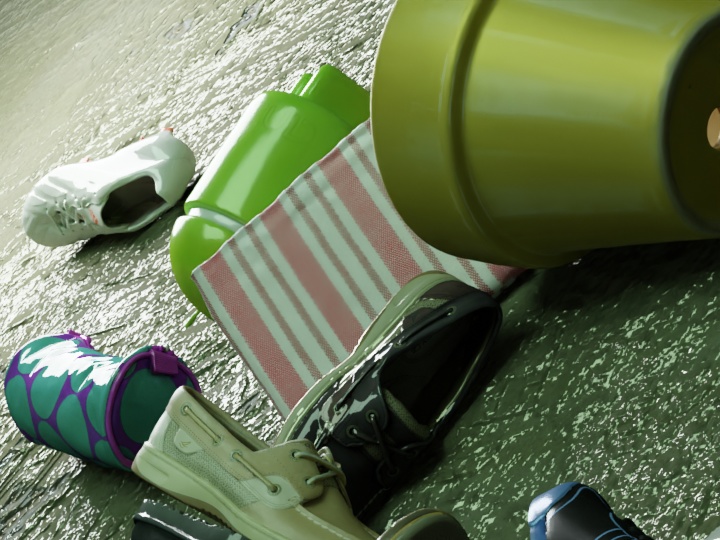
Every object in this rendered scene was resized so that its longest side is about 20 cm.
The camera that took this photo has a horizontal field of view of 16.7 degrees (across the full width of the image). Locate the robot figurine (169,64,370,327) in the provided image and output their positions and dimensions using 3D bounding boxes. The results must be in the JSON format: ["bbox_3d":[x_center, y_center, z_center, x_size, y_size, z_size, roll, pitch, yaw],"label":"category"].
[{"bbox_3d":[-0.057,-0.044,1.720,0.201,0.115,0.175,-58,17,-15],"label":"robot figurine"}]

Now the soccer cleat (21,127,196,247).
[{"bbox_3d":[-0.222,-0.058,2.085,0.199,0.069,0.078,-23,35,36],"label":"soccer cleat"}]

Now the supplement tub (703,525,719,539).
[{"bbox_3d":[0.161,0.190,0.969,0.200,0.145,0.145,-49,24,-8],"label":"supplement tub"}]

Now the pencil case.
[{"bbox_3d":[-0.184,0.091,1.760,0.200,0.085,0.093,5,70,60],"label":"pencil case"}]

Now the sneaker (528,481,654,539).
[{"bbox_3d":[0.137,0.159,1.162,0.078,0.070,0.200,-35,32,13],"label":"sneaker"}]

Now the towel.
[{"bbox_3d":[0.000,0.000,1.582,0.200,0.030,0.147,-39,68,14],"label":"towel"}]

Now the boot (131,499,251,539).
[{"bbox_3d":[-0.134,0.233,1.381,0.201,0.065,0.165,-60,18,-12],"label":"boot"}]

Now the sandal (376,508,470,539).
[{"bbox_3d":[0.010,0.218,1.264,0.054,0.080,0.201,10,59,44],"label":"sandal"}]

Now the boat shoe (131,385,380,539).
[{"bbox_3d":[-0.043,0.126,1.403,0.199,0.072,0.065,25,88,34],"label":"boat shoe"}]

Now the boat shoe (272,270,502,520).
[{"bbox_3d":[0.014,0.086,1.464,0.200,0.072,0.065,-52,26,-16],"label":"boat shoe"}]

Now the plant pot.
[{"bbox_3d":[0.139,-0.093,1.420,0.188,0.201,0.201,12,59,44],"label":"plant pot"}]
